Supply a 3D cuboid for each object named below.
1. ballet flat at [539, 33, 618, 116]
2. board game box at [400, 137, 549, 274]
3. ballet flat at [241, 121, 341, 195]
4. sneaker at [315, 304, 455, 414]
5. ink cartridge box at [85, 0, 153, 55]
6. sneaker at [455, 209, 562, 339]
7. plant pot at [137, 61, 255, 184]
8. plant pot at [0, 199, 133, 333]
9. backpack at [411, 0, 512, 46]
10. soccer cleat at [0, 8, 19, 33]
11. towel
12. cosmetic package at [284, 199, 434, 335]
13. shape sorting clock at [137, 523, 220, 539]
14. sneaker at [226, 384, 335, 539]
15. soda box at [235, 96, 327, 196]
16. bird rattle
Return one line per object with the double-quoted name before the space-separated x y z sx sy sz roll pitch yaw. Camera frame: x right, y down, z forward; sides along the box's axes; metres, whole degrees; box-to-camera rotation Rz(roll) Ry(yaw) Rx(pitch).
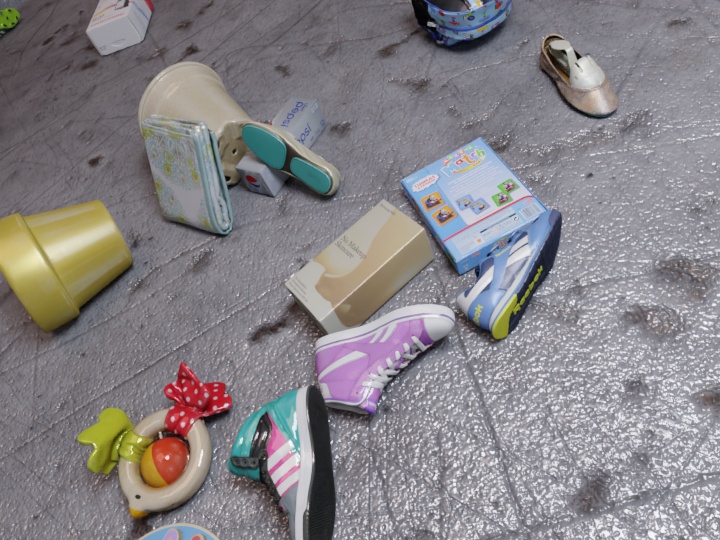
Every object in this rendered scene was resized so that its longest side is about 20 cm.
"ballet flat" 0.352 -0.328 0.930 0.067 0.068 0.201 -27 49 2
"board game box" 0.168 -0.105 0.858 0.150 0.037 0.201 -28 50 1
"ballet flat" -0.116 -0.201 0.990 0.199 0.070 0.070 36 70 5
"sneaker" 0.036 0.123 0.725 0.198 0.073 0.116 -23 52 19
"ink cartridge box" -0.715 -0.751 1.687 0.145 0.086 0.202 -15 49 11
"sneaker" 0.201 -0.009 0.749 0.082 0.074 0.201 24 66 37
"plant pot" -0.291 -0.267 1.088 0.183 0.201 0.200 38 74 28
"plant pot" -0.518 -0.025 0.996 0.188 0.203 0.200 -32 47 -25
"backpack" 0.210 -0.520 1.090 0.181 0.135 0.201 -32 48 -4
"soccer cleat" -1.335 -0.887 2.067 0.080 0.068 0.201 9 58 43
"towel" -0.310 -0.173 1.014 0.169 0.203 0.048 18 35 34
"cosmetic package" 0.000 0.000 0.825 0.200 0.071 0.105 -42 50 -11
"shape sorting clock" -0.232 0.395 0.645 0.197 0.039 0.202 -11 52 14
"sneaker" -0.100 0.247 0.675 0.119 0.084 0.203 -17 57 19
"soda box" -0.147 -0.239 1.073 0.067 0.064 0.201 16 62 32
"bird rattle" -0.260 0.236 0.765 0.197 0.113 0.164 -22 60 -11
